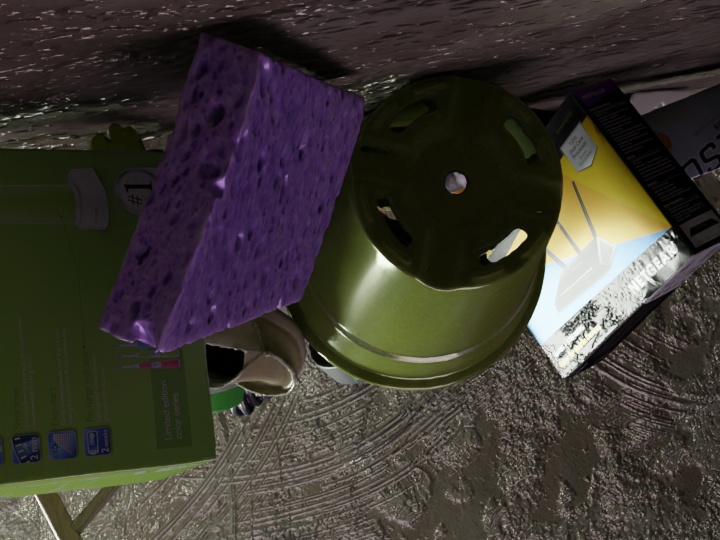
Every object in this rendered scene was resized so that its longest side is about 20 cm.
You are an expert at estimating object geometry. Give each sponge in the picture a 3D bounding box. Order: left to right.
[{"bbox_3d":[-0.044,-0.033,0.472,0.030,0.113,0.200,21,-172,9],"label":"sponge"}]

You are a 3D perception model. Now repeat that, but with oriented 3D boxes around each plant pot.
[{"bbox_3d":[0.044,-0.033,0.688,0.198,0.202,0.190,-10,170,-7],"label":"plant pot"}]

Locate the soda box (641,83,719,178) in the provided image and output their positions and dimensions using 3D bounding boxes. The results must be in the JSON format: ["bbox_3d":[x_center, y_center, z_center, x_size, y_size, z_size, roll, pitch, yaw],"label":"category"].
[{"bbox_3d":[0.273,-0.110,0.882,0.198,0.064,0.068,-22,180,14],"label":"soda box"}]

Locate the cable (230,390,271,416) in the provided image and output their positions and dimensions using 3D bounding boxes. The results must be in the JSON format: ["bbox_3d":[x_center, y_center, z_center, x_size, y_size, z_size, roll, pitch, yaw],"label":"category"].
[{"bbox_3d":[-0.109,0.042,0.977,0.050,0.165,0.200,-13,158,-18],"label":"cable"}]

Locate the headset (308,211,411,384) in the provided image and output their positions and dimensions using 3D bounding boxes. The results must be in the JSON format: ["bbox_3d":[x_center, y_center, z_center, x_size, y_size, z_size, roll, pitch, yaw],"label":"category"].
[{"bbox_3d":[0.000,0.000,0.858,0.123,0.094,0.201,-41,-156,20],"label":"headset"}]

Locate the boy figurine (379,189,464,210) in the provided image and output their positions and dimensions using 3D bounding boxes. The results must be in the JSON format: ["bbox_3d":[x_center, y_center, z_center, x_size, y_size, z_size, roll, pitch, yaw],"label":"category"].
[{"bbox_3d":[0.086,-0.087,1.014,0.198,0.065,0.125,6,133,-28],"label":"boy figurine"}]

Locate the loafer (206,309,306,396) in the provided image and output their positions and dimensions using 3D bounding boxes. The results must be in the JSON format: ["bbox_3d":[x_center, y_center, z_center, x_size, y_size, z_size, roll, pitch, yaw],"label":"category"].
[{"bbox_3d":[-0.092,0.046,0.702,0.075,0.069,0.200,5,156,20],"label":"loafer"}]

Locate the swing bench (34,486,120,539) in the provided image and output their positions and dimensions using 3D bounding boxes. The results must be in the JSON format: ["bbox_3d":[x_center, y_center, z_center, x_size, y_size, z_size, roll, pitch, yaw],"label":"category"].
[{"bbox_3d":[-0.238,0.057,0.708,0.199,0.200,0.130,27,-116,30],"label":"swing bench"}]

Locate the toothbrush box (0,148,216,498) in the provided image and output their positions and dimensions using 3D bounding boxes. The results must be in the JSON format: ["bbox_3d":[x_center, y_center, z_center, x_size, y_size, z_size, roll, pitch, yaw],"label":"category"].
[{"bbox_3d":[-0.176,0.027,0.483,0.198,0.147,0.086,-2,166,-29],"label":"toothbrush box"}]

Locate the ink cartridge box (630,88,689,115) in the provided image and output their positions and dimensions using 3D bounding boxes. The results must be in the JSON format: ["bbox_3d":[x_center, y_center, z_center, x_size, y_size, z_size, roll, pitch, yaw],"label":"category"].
[{"bbox_3d":[0.249,-0.080,1.055,0.067,0.202,0.116,22,-157,39],"label":"ink cartridge box"}]

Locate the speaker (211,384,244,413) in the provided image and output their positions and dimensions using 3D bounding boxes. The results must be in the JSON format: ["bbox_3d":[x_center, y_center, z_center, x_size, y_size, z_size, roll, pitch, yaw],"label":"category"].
[{"bbox_3d":[-0.146,0.014,0.877,0.087,0.202,0.088,-9,-177,0],"label":"speaker"}]

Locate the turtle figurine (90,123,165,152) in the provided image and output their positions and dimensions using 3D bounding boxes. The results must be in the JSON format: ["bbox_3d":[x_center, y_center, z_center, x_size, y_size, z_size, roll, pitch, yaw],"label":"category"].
[{"bbox_3d":[-0.129,-0.049,0.660,0.198,0.065,0.161,-9,-177,21],"label":"turtle figurine"}]

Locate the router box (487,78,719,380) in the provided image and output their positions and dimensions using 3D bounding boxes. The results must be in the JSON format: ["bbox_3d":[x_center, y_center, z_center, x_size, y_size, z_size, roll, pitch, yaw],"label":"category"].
[{"bbox_3d":[0.177,-0.026,0.847,0.051,0.150,0.200,-22,158,-30],"label":"router box"}]

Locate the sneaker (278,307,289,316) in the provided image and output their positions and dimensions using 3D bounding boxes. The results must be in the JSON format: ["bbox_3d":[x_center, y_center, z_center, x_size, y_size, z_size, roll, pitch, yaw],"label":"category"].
[{"bbox_3d":[-0.070,-0.031,0.870,0.076,0.081,0.201,-9,-147,8],"label":"sneaker"}]

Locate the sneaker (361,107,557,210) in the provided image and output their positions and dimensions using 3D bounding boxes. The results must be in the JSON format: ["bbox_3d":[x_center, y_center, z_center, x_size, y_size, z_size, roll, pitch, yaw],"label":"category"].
[{"bbox_3d":[0.085,-0.100,0.873,0.198,0.075,0.081,-16,174,-29],"label":"sneaker"}]

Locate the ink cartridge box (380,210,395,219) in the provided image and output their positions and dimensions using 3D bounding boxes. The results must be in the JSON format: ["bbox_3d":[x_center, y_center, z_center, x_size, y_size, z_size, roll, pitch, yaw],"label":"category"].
[{"bbox_3d":[-0.014,-0.042,1.044,0.085,0.149,0.199,-13,179,33],"label":"ink cartridge box"}]
